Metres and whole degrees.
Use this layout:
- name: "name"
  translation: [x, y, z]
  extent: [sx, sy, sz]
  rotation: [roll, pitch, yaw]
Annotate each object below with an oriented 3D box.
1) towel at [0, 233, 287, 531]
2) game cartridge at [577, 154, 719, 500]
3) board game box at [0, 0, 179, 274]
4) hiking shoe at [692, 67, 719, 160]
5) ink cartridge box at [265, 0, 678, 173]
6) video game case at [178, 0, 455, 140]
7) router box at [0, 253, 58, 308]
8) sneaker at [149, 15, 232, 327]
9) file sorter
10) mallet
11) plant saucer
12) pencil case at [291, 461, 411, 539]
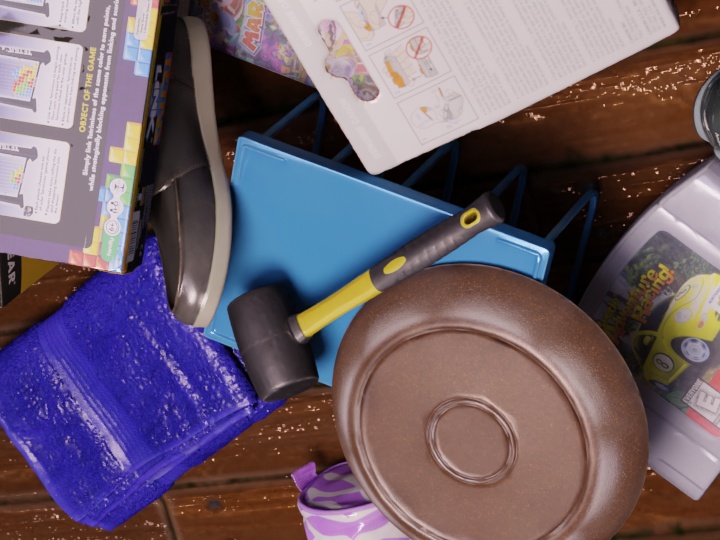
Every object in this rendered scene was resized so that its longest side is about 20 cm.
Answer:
- name: "towel"
  translation: [-0.158, 0.080, 1.759]
  extent: [0.200, 0.050, 0.148]
  rotation: [-37, 95, 33]
- name: "game cartridge"
  translation: [0.202, 0.032, 1.579]
  extent: [0.133, 0.041, 0.200]
  rotation: [37, 122, 10]
- name: "board game box"
  translation: [-0.195, -0.110, 1.500]
  extent: [0.164, 0.057, 0.201]
  rotation: [10, 97, 7]
- name: "hiking shoe"
  translation: [0.271, -0.039, 1.465]
  extent: [0.200, 0.087, 0.075]
  rotation: [37, 90, -5]
- name: "ink cartridge box"
  translation: [0.059, -0.162, 1.475]
  extent: [0.199, 0.047, 0.160]
  rotation: [-25, 125, 11]
- name: "video game case"
  translation: [-0.014, -0.177, 1.590]
  extent: [0.199, 0.018, 0.144]
  rotation: [22, 120, 18]
- name: "router box"
  translation: [-0.212, -0.099, 1.640]
  extent: [0.052, 0.157, 0.201]
  rotation: [10, 117, 20]
- name: "sneaker"
  translation: [-0.140, -0.058, 1.566]
  extent: [0.075, 0.106, 0.201]
  rotation: [125, 140, -60]
- name: "file sorter"
  translation: [0.028, -0.008, 1.590]
  extent: [0.199, 0.123, 0.139]
  rotation: [20, 119, 15]
- name: "mallet"
  translation: [0.000, 0.000, 1.504]
  extent: [0.200, 0.041, 0.066]
  rotation: [-40, 69, 30]
- name: "plant saucer"
  translation: [0.069, 0.094, 1.527]
  extent: [0.199, 0.032, 0.201]
  rotation: [10, 117, 20]
- name: "pencil case"
  translation: [0.014, 0.224, 1.728]
  extent: [0.085, 0.084, 0.201]
  rotation: [9, 117, 47]
